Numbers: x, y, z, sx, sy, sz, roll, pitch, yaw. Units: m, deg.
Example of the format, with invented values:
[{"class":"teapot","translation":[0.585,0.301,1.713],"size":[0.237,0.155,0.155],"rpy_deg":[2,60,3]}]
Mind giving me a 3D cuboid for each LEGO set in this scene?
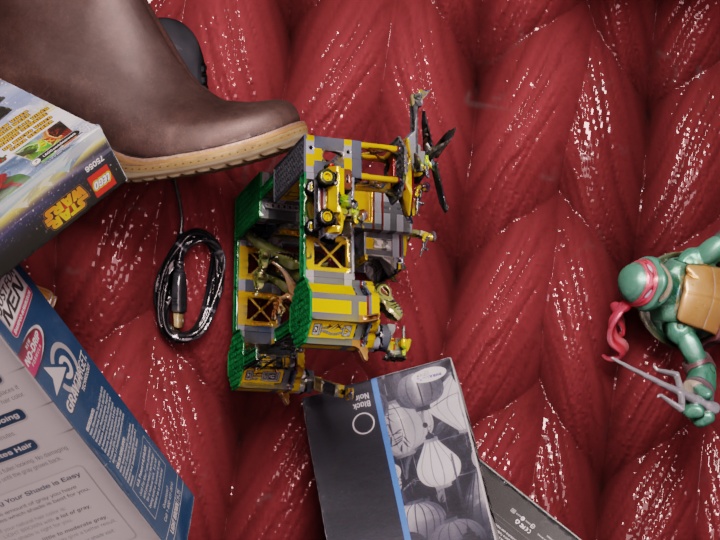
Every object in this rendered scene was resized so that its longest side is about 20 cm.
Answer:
[{"class":"LEGO set","translation":[0.000,0.000,0.855],"size":[0.115,0.200,0.155],"rpy_deg":[5,67,-19]}]

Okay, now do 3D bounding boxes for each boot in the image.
[{"class":"boot","translation":[-0.134,-0.134,0.847],"size":[0.199,0.072,0.167],"rpy_deg":[-4,95,12]}]

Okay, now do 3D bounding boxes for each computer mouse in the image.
[{"class":"computer mouse","translation":[-0.113,-0.056,0.899],"size":[0.058,0.034,0.201],"rpy_deg":[-7,89,-16]}]

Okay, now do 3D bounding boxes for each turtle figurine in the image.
[{"class":"turtle figurine","translation":[0.237,0.021,0.952],"size":[0.199,0.101,0.151],"rpy_deg":[11,98,-29]}]

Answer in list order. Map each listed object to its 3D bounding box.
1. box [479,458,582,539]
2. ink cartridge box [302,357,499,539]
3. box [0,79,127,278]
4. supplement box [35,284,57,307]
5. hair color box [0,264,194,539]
[{"class":"box","translation":[0.066,0.212,0.867],"size":[0.200,0.044,0.160],"rpy_deg":[36,75,27]},{"class":"ink cartridge box","translation":[0.031,0.155,0.859],"size":[0.099,0.039,0.201],"rpy_deg":[-16,60,4]},{"class":"box","translation":[-0.235,-0.020,0.749],"size":[0.200,0.137,0.040],"rpy_deg":[-41,132,-21]},{"class":"supplement box","translation":[-0.278,0.007,0.836],"size":[0.199,0.069,0.067],"rpy_deg":[23,82,-10]},{"class":"hair color box","translation":[-0.183,0.091,0.798],"size":[0.100,0.061,0.200],"rpy_deg":[-21,122,16]}]
